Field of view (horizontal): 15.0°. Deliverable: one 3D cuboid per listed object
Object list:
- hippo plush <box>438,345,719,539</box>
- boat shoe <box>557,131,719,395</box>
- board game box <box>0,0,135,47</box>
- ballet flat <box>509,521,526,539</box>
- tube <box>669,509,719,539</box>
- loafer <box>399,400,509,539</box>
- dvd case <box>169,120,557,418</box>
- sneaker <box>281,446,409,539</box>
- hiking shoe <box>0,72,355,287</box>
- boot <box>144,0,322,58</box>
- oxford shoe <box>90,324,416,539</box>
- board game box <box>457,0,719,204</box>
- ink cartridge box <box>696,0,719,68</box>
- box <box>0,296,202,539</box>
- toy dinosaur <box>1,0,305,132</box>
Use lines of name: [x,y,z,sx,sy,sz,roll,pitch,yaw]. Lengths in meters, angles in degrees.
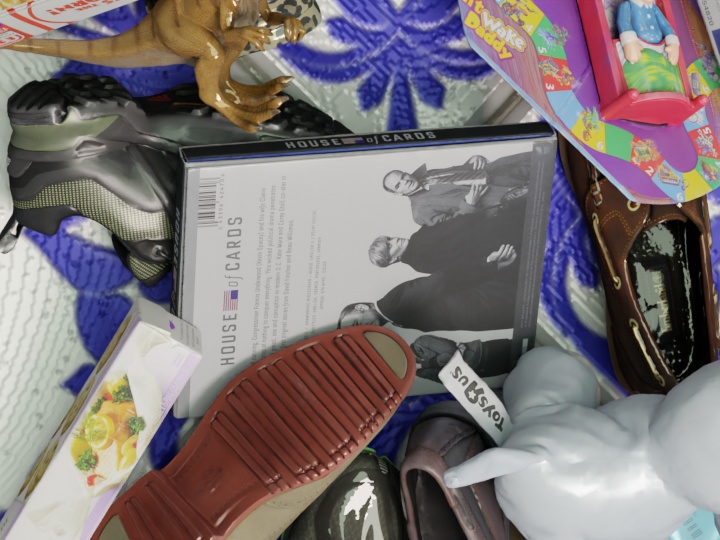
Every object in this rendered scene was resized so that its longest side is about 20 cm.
hippo plush: [0.154,0.084,1.387,0.160,0.160,0.200,-21,129,19]
boat shoe: [0.157,-0.026,1.467,0.070,0.070,0.201,-15,93,-11]
board game box: [-0.143,-0.223,1.297,0.151,0.046,0.201,-16,79,18]
ballet flat: [0.106,0.176,1.471,0.067,0.046,0.201,-32,97,-11]
tube: [0.231,0.078,1.501,0.200,0.050,0.078,-40,91,-3]
loafer: [0.053,0.170,1.428,0.071,0.063,0.201,-3,109,26]
dvd case: [0.000,0.000,1.416,0.198,0.025,0.151,-4,120,-16]
sneaker: [-0.016,0.191,1.423,0.076,0.084,0.201,19,83,-13]
hiking shoe: [-0.090,-0.043,1.420,0.198,0.076,0.101,6,110,-14]
boot: [-0.127,-0.173,1.393,0.202,0.074,0.155,-11,120,15]
oxford shoe: [-0.053,0.103,1.417,0.200,0.075,0.071,-36,66,-3]
board game box: [0.142,-0.133,1.436,0.200,0.039,0.158,43,51,-9]
ink cartridge box: [0.265,-0.177,1.474,0.199,0.041,0.201,-23,96,-28]
box: [-0.146,0.108,1.387,0.039,0.041,0.201,29,104,-12]
toy dinosaur: [-0.085,-0.118,1.366,0.106,0.199,0.060,53,44,-15]
